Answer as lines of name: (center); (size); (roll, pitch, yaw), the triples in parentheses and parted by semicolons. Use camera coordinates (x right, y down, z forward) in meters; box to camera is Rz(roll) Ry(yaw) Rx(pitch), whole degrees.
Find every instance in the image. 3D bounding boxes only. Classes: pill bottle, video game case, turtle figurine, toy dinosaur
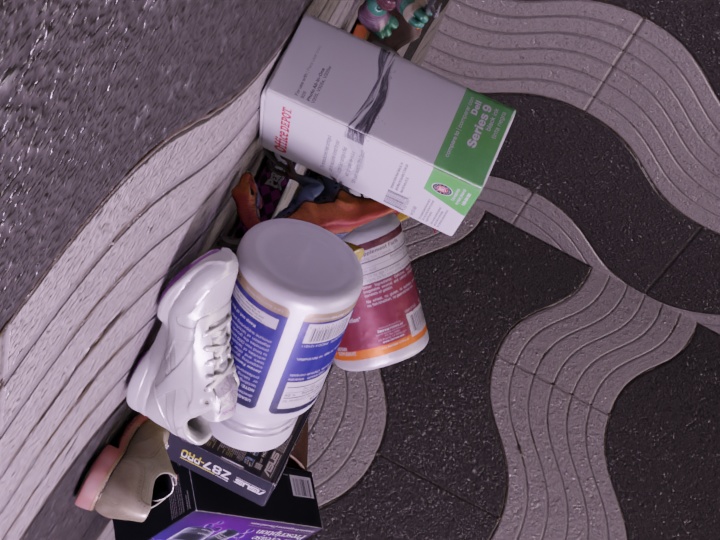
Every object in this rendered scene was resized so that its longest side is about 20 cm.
pill bottle: (-0.079, 0.063, 1.135); (0.116, 0.115, 0.201); (-62, 176, -55)
video game case: (-0.067, -0.129, 1.337); (0.201, 0.036, 0.181); (-63, 180, 22)
turtle figurine: (0.064, -0.320, 1.301); (0.150, 0.101, 0.200); (-47, -171, -21)
pill bottle: (0.000, 0.000, 1.403); (0.114, 0.113, 0.202); (-61, 137, -73)
toy dinosaur: (-0.041, -0.068, 1.186); (0.182, 0.198, 0.106); (-46, 137, -65)

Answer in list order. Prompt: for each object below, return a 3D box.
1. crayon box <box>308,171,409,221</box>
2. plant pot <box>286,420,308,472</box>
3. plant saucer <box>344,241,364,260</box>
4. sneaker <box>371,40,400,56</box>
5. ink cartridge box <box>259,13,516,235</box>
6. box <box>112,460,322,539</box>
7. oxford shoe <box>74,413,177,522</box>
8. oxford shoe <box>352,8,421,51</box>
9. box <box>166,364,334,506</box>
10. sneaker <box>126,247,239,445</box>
crayon box: (0.022, -0.119, 1.516); (0.199, 0.128, 0.051); (-28, -164, -36)
plant pot: (-0.141, 0.144, 1.552); (0.187, 0.185, 0.202); (117, -15, -60)
plant saucer: (-0.109, 0.042, 1.281); (0.199, 0.049, 0.200); (-24, 161, -26)
sneaker: (0.033, -0.168, 1.419); (0.079, 0.075, 0.201); (-39, 138, -16)
ink cartridge box: (0.018, -0.124, 1.094); (0.146, 0.199, 0.085); (117, -1, -75)
box: (-0.164, 0.280, 1.436); (0.141, 0.199, 0.079); (-33, -124, 32)
oxford shoe: (-0.211, 0.195, 1.206); (0.071, 0.073, 0.200); (-63, 180, 15)
oxford shoe: (0.048, -0.311, 1.463); (0.201, 0.072, 0.071); (-64, 179, 29)
box: (-0.135, 0.143, 1.387); (0.049, 0.160, 0.201); (-62, -178, 42)
sneaker: (-0.130, 0.066, 1.068); (0.075, 0.099, 0.201); (-36, 158, -49)
